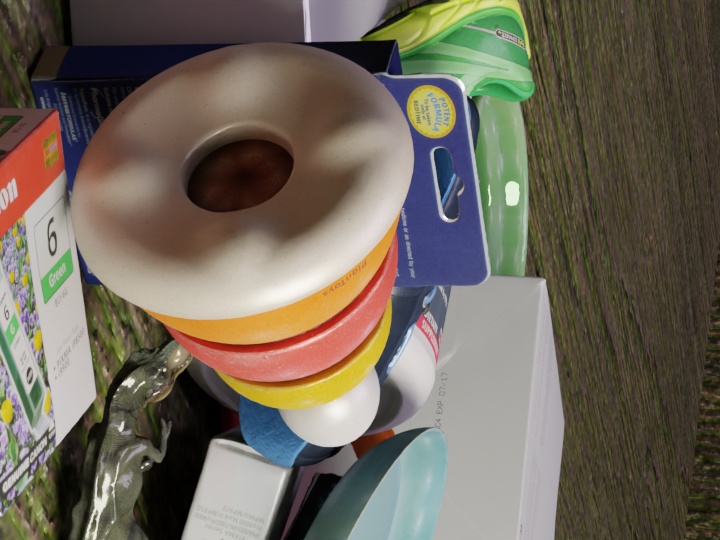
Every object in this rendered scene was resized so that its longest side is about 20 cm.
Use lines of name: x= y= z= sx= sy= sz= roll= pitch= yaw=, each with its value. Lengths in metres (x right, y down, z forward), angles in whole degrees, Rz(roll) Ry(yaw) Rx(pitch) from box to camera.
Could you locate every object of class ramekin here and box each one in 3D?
ramekin: x=0.046 y=-0.035 z=1.603 sx=0.200 sy=0.097 sz=0.201 roll=2 pitch=90 yaw=-75

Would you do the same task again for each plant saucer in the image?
plant saucer: x=-0.009 y=0.168 z=1.206 sx=0.201 sy=0.027 sz=0.201 roll=-58 pitch=162 yaw=-31

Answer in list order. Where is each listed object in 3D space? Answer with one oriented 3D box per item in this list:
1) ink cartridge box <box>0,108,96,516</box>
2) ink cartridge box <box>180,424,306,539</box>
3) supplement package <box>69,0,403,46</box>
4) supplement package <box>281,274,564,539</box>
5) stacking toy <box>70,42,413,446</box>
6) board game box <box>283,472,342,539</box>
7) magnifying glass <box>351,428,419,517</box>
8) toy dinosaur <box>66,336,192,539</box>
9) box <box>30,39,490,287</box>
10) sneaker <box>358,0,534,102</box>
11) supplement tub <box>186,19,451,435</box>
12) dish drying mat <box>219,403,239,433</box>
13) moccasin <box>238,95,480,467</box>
ink cartridge box: x=-0.157 y=-0.015 z=0.958 sx=0.109 sy=0.050 sz=0.201 roll=-57 pitch=147 yaw=-62
ink cartridge box: x=-0.080 y=0.182 z=1.248 sx=0.163 sy=0.057 sz=0.201 roll=17 pitch=95 yaw=-88
supplement package: x=-0.055 y=-0.174 z=1.174 sx=0.200 sy=0.120 sz=0.120 roll=-52 pitch=142 yaw=-66
supplement package: x=0.043 y=0.130 z=1.487 sx=0.200 sy=0.146 sz=0.192 roll=75 pitch=21 yaw=-61
stacking toy: x=-0.034 y=0.014 z=1.047 sx=0.201 sy=0.145 sz=0.147 roll=73 pitch=24 yaw=-48
board game box: x=-0.050 y=0.223 z=1.290 sx=0.135 sy=0.028 sz=0.201 roll=-61 pitch=168 yaw=-67
magnifying glass: x=-0.006 y=0.068 z=1.356 sx=0.022 sy=0.080 sz=0.200 roll=33 pitch=19 yaw=-35
toy dinosaur: x=-0.118 y=0.123 z=1.130 sx=0.088 sy=0.047 sz=0.201 roll=12 pitch=91 yaw=-81
box: x=-0.041 y=-0.047 z=1.093 sx=0.032 sy=0.199 sz=0.122 roll=-72 pitch=158 yaw=-49
sneaker: x=0.006 y=-0.076 z=1.209 sx=0.084 sy=0.199 sz=0.074 roll=63 pitch=-15 yaw=-6
supplement tub: x=-0.014 y=-0.024 z=1.306 sx=0.141 sy=0.139 sz=0.201 roll=69 pitch=28 yaw=-54
dish drying mat: x=-0.062 y=0.131 z=1.384 sx=0.077 sy=0.018 sz=0.201 roll=-52 pitch=142 yaw=-66
moccasin: x=0.000 y=0.000 z=1.172 sx=0.201 sy=0.080 sz=0.068 roll=-60 pitch=153 yaw=3
